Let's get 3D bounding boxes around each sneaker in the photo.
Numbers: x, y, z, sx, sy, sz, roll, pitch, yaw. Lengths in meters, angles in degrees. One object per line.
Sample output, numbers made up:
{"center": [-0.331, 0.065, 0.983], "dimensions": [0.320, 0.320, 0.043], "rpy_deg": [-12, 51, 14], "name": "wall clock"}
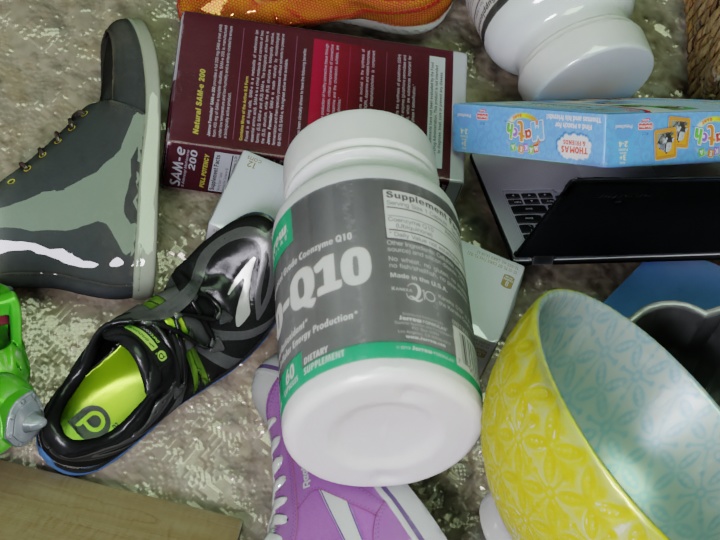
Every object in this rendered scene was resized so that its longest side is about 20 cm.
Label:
{"center": [-0.039, 0.135, 1.002], "dimensions": [0.114, 0.073, 0.201], "rpy_deg": [-28, 47, -15], "name": "sneaker"}
{"center": [-0.184, -0.080, 1.105], "dimensions": [0.105, 0.075, 0.202], "rpy_deg": [2, 63, -12], "name": "sneaker"}
{"center": [-0.114, 0.046, 1.024], "dimensions": [0.200, 0.083, 0.071], "rpy_deg": [-44, 88, -10], "name": "sneaker"}
{"center": [-0.031, -0.204, 1.199], "dimensions": [0.198, 0.077, 0.074], "rpy_deg": [-9, 64, -4], "name": "sneaker"}

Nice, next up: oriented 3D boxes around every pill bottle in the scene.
{"center": [0.126, -0.211, 1.214], "dimensions": [0.115, 0.117, 0.202], "rpy_deg": [-14, 65, -18], "name": "pill bottle"}
{"center": [0.006, 0.012, 0.983], "dimensions": [0.112, 0.114, 0.201], "rpy_deg": [2, 50, -9], "name": "pill bottle"}

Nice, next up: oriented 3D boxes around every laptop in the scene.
{"center": [0.188, -0.067, 1.108], "dimensions": [0.185, 0.117, 0.201], "rpy_deg": [-1, 37, -12], "name": "laptop"}

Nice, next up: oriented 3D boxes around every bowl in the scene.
{"center": [0.127, 0.120, 0.914], "dimensions": [0.200, 0.108, 0.201], "rpy_deg": [37, 25, -21], "name": "bowl"}

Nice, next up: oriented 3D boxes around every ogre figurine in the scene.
{"center": [-0.248, 0.064, 0.987], "dimensions": [0.119, 0.200, 0.099], "rpy_deg": [-14, 107, -12], "name": "ogre figurine"}

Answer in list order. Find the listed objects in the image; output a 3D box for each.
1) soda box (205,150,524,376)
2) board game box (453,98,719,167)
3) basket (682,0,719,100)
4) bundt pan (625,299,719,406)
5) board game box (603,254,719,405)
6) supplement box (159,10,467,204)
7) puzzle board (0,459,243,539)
{"center": [0.000, 0.000, 1.102], "dimensions": [0.198, 0.068, 0.064], "rpy_deg": [22, 59, 1], "name": "soda box"}
{"center": [0.183, -0.092, 1.117], "dimensions": [0.198, 0.151, 0.037], "rpy_deg": [-6, 100, -33], "name": "board game box"}
{"center": [0.318, -0.203, 1.197], "dimensions": [0.141, 0.201, 0.150], "rpy_deg": [7, 60, -6], "name": "basket"}
{"center": [0.193, 0.125, 1.031], "dimensions": [0.199, 0.076, 0.204], "rpy_deg": [2, 68, -6], "name": "bundt pan"}
{"center": [0.202, 0.091, 1.111], "dimensions": [0.158, 0.039, 0.200], "rpy_deg": [43, 70, 11], "name": "board game box"}
{"center": [-0.030, -0.102, 1.156], "dimensions": [0.198, 0.061, 0.110], "rpy_deg": [8, 60, -7], "name": "supplement box"}
{"center": [-0.173, 0.157, 0.960], "dimensions": [0.198, 0.018, 0.151], "rpy_deg": [13, 20, 1], "name": "puzzle board"}
